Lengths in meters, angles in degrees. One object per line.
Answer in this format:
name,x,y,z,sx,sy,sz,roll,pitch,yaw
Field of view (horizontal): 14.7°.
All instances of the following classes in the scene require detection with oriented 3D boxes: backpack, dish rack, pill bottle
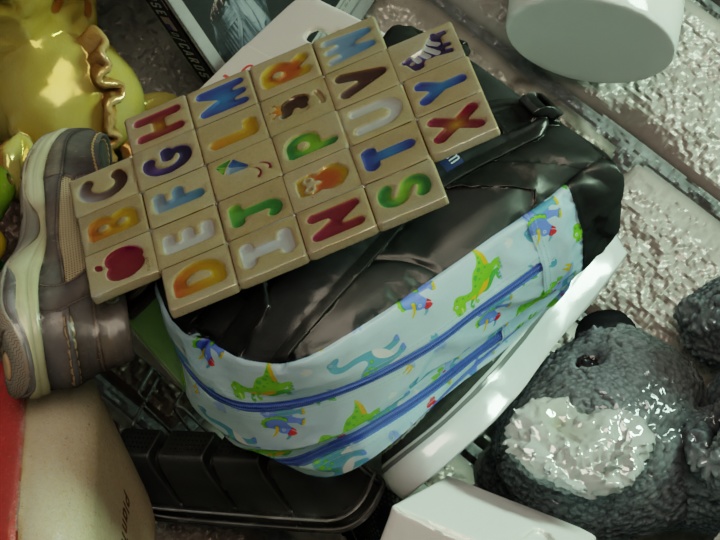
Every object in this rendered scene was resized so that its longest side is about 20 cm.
backpack,0.000,0.000,1.313,0.163,0.154,0.200,34,51,31
dish rack,-0.031,0.037,1.431,0.153,0.055,0.200,1,51,38
pill bottle,0.144,-0.214,1.550,0.113,0.113,0.200,11,66,2

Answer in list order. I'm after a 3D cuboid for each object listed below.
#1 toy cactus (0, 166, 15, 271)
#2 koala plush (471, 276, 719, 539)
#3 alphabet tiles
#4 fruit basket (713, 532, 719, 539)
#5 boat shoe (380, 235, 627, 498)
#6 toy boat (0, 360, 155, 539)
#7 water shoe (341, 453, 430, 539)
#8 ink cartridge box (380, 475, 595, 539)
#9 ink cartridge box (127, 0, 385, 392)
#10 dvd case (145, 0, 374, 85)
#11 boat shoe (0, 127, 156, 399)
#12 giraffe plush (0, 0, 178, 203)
toy cactus,-0.229,0.035,1.426,0.200,0.102,0.165,-45,99,3
koala plush,0.158,0.084,1.397,0.199,0.177,0.184,-7,82,-10
alphabet tiles,-0.039,-0.052,1.290,0.200,0.006,0.167,-23,36,3
fruit basket,0.226,0.176,1.331,0.185,0.200,0.094,21,39,-17
boat shoe,0.061,0.035,1.391,0.057,0.069,0.200,44,53,-2
toy boat,-0.173,0.134,1.334,0.130,0.131,0.200,-14,38,8
water shoe,0.031,0.163,1.406,0.200,0.072,0.079,40,74,15
ink cartridge box,0.028,0.206,1.305,0.084,0.145,0.200,23,96,10
ink cartridge box,-0.057,-0.042,1.435,0.200,0.067,0.117,-45,36,-9
dvd case,-0.058,-0.182,1.488,0.025,0.200,0.150,16,63,37
boat shoe,-0.129,-0.004,1.352,0.073,0.075,0.200,-2,35,2
giraffe plush,-0.169,-0.123,1.485,0.172,0.200,0.163,-21,98,-13
